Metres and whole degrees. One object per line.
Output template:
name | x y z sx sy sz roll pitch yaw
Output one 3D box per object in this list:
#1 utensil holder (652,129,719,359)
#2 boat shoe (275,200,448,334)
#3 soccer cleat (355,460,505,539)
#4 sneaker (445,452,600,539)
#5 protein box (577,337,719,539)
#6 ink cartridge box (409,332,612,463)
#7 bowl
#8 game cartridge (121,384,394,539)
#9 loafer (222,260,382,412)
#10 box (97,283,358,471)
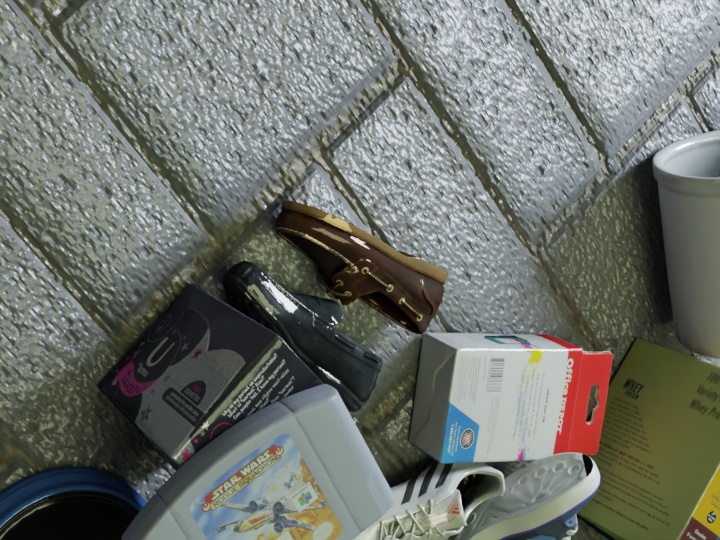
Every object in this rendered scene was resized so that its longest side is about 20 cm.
utensil holder | 0.400 -0.030 1.432 0.168 0.169 0.203 -20 113 -24
boat shoe | 0.000 0.000 1.263 0.198 0.070 0.071 26 84 -31
soccer cleat | 0.057 0.239 1.324 0.199 0.085 0.070 -27 112 -34
sneaker | 0.185 0.283 1.377 0.199 0.081 0.147 -33 112 18
protein box | 0.343 0.210 1.430 0.134 0.198 0.202 36 82 -31
ink cartridge box | 0.154 0.128 1.381 0.197 0.067 0.118 3 100 -30
bowl | -0.261 0.276 1.195 0.198 0.039 0.204 -7 104 -28
game cartridge | -0.078 0.185 1.049 0.199 0.041 0.134 -36 120 -15
loafer | -0.051 0.051 1.252 0.201 0.068 0.071 47 69 -34
box | -0.118 0.112 1.145 0.132 0.199 0.115 -47 117 -10
